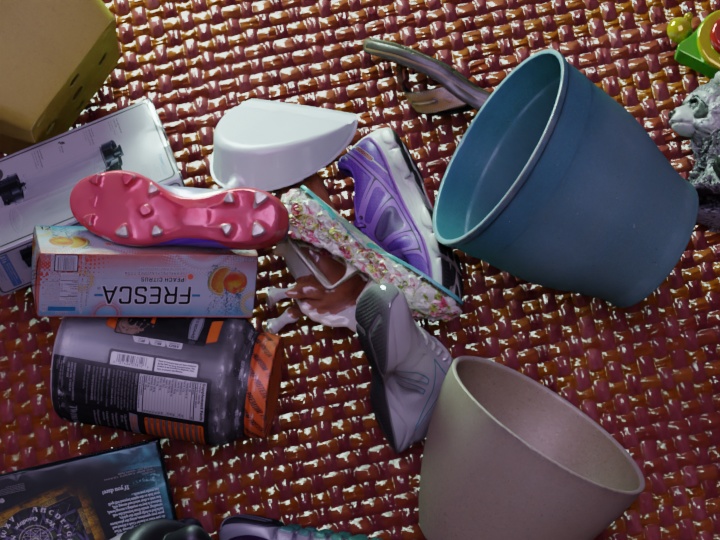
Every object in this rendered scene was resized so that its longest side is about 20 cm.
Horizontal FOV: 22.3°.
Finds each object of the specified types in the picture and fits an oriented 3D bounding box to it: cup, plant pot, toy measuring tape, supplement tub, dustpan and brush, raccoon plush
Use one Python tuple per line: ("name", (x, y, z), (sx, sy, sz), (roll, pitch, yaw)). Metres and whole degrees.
("cup", (0.130, 0.191, 1.614), (0.200, 0.200, 0.144), (35, 104, 12))
("plant pot", (0.198, -0.068, 1.670), (0.187, 0.200, 0.201), (30, 75, -17))
("toy measuring tape", (0.391, -0.201, 1.769), (0.199, 0.074, 0.074), (28, 76, 10))
("supplement tub", (-0.175, 0.092, 1.677), (0.198, 0.123, 0.124), (9, 74, 4))
("plant pot", (-0.341, -0.218, 1.751), (0.176, 0.200, 0.201), (35, 77, 2))
("dustpan and brush", (-0.104, -0.096, 1.720), (0.139, 0.058, 0.200), (11, 29, 29))
("raccoon plush", (0.382, -0.102, 1.750), (0.199, 0.097, 0.135), (26, 59, -20))

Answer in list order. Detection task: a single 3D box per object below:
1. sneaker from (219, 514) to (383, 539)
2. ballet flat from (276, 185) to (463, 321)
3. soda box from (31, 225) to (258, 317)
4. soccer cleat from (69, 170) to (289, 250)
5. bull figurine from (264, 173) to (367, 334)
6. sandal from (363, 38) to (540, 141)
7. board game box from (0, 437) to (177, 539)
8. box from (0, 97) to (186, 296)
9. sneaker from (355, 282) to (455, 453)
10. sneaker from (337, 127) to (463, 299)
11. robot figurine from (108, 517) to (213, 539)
("sneaker", (-0.035, 0.279, 1.651), (0.198, 0.074, 0.088), (9, 87, 15))
("ballet flat", (0.000, 0.000, 1.666), (0.199, 0.076, 0.064), (35, 84, 13))
("soda box", (-0.195, 0.001, 1.645), (0.198, 0.068, 0.064), (1, 113, -15))
("soccer cleat", (-0.160, -0.048, 1.625), (0.198, 0.076, 0.067), (4, 79, 12))
("bull figurine", (-0.045, -0.002, 1.724), (0.120, 0.065, 0.201), (-17, 68, -23))
("sandal", (0.085, -0.168, 1.779), (0.199, 0.082, 0.055), (30, 99, 4))
("board game box", (-0.266, 0.241, 1.666), (0.198, 0.028, 0.137), (-12, 91, -1))
("box", (-0.264, -0.069, 1.703), (0.199, 0.060, 0.117), (-23, 51, -4))
("sneaker", (0.045, 0.078, 1.645), (0.080, 0.201, 0.071), (-21, 48, -10))
("sneaker", (0.037, -0.036, 1.743), (0.083, 0.081, 0.201), (-28, 66, 11))
("robot figurine", (-0.192, 0.285, 1.565), (0.199, 0.150, 0.126), (-30, 71, 39))
